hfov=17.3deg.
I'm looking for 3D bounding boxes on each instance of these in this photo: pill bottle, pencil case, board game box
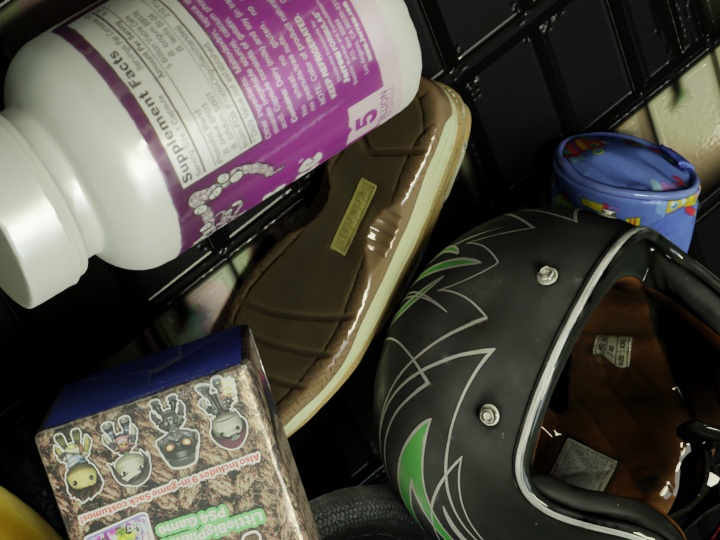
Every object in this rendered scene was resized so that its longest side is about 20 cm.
[{"bbox_3d":[-0.081,-0.070,1.016,0.200,0.112,0.113,-33,135,-18],"label":"pill bottle"},{"bbox_3d":[0.136,0.022,1.288,0.086,0.078,0.201,-13,126,-26],"label":"pencil case"},{"bbox_3d":[-0.064,0.140,1.065,0.096,0.159,0.201,-18,96,-1],"label":"board game box"}]

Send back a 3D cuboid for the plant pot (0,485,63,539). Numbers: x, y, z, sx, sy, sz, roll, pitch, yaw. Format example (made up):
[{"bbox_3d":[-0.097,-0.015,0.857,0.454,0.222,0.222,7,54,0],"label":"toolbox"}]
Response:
[{"bbox_3d":[-0.229,0.211,1.040,0.200,0.201,0.189,-10,140,-35],"label":"plant pot"}]

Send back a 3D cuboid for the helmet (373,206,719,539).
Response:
[{"bbox_3d":[0.099,0.065,1.162,0.190,0.200,0.200,37,92,-8],"label":"helmet"}]

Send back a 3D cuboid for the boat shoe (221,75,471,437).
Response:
[{"bbox_3d":[0.000,0.000,1.171,0.201,0.072,0.076,-58,153,9],"label":"boat shoe"}]

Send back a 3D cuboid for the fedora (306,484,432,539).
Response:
[{"bbox_3d":[-0.042,0.187,1.240,0.200,0.091,0.202,-20,125,-31],"label":"fedora"}]

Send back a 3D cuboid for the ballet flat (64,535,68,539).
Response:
[{"bbox_3d":[-0.147,0.214,1.188,0.071,0.071,0.201,20,104,-46],"label":"ballet flat"}]
